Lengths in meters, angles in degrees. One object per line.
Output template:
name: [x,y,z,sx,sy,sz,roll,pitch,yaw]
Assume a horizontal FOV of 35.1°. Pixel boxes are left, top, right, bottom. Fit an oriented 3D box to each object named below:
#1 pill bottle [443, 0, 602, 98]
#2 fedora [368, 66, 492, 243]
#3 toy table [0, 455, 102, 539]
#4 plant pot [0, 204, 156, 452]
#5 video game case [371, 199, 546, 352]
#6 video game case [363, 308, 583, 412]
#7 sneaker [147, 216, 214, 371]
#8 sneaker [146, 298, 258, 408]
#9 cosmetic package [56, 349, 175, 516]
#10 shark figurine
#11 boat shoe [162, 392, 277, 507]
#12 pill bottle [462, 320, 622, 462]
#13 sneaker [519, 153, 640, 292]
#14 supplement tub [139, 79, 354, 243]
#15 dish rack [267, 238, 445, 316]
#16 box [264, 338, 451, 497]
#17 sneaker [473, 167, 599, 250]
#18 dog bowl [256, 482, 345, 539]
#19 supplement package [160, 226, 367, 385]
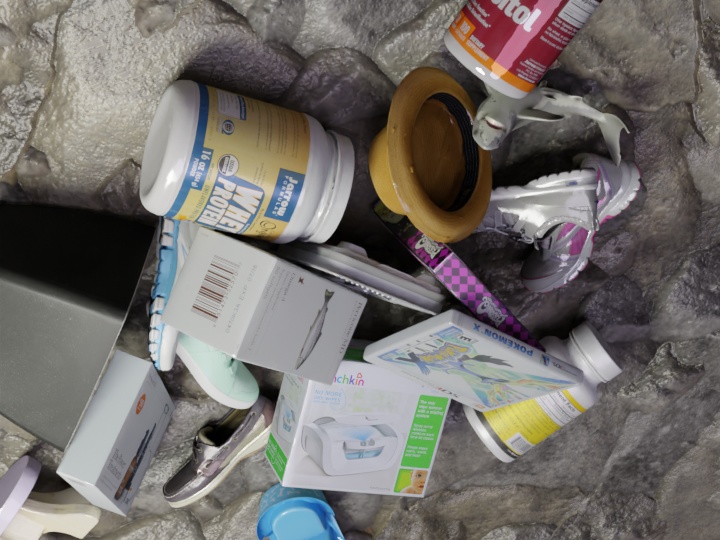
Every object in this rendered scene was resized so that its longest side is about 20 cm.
pill bottle: [0.187,-0.289,1.186,0.113,0.113,0.200,26,114,-28]
fedora: [0.067,-0.123,1.258,0.082,0.201,0.201,-10,136,39]
toy table: [-0.420,0.327,1.445,0.117,0.184,0.200,34,138,-17]
plant pot: [-0.354,0.041,1.248,0.177,0.200,0.200,22,117,-12]
video game case: [0.113,0.010,1.335,0.036,0.181,0.200,-44,123,3]
video game case: [0.126,0.110,1.323,0.182,0.022,0.200,25,154,-20]
sneaker: [-0.194,0.019,1.293,0.086,0.075,0.200,7,97,-16]
sneaker: [-0.155,0.084,1.385,0.118,0.074,0.200,-28,124,14]
cosmetic package: [-0.281,0.195,1.339,0.052,0.151,0.200,18,160,6]
shark figurine: [0.196,-0.168,1.293,0.214,0.128,0.090,-4,140,-27]
boat shoe: [-0.188,0.230,1.489,0.200,0.072,0.065,-38,119,9]
pill bottle: [0.243,0.157,1.515,0.200,0.111,0.111,-37,125,13]
sneaker: [0.247,-0.065,1.386,0.088,0.081,0.200,24,109,-23]
supplement tub: [-0.122,-0.110,1.215,0.200,0.145,0.145,13,120,-22]
dish rack: [0.000,0.000,1.311,0.171,0.200,0.044,23,88,-26]
box: [-0.001,0.183,1.451,0.200,0.097,0.177,10,104,-23]
sneaker: [0.183,-0.060,1.325,0.200,0.075,0.082,-13,89,32]
dog bowl: [-0.081,0.376,1.628,0.111,0.050,0.200,-20,126,1]
supplement package: [-0.104,0.044,1.279,0.200,0.117,0.117,25,87,-58]
